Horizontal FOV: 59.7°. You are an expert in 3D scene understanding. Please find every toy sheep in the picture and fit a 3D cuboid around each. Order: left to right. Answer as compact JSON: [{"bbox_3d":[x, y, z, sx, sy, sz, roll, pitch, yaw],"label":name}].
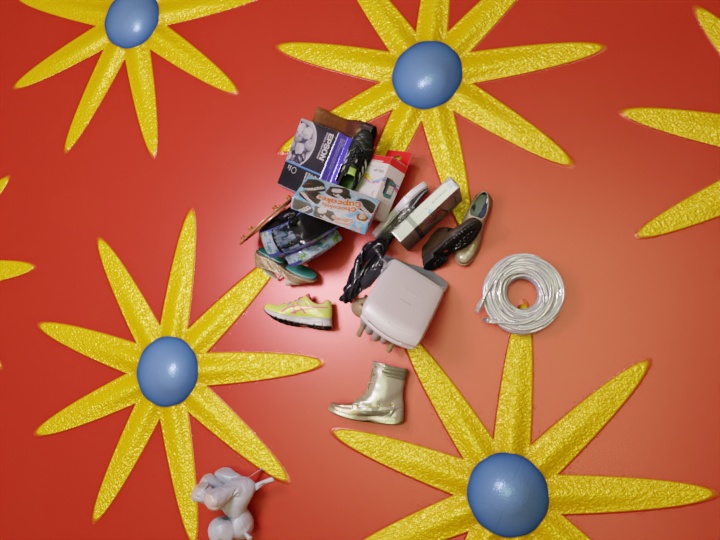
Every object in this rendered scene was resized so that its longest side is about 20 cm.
[{"bbox_3d":[0.068,0.130,1.613,0.198,0.138,0.139,25,88,3],"label":"toy sheep"}]

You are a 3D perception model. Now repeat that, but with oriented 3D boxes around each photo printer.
[{"bbox_3d":[0.099,0.087,1.528,0.166,0.070,0.201,32,50,1],"label":"photo printer"}]

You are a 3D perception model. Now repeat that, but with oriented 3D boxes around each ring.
[{"bbox_3d":[-0.255,-0.140,1.694,0.200,0.200,0.019,-40,96,5],"label":"ring"}]

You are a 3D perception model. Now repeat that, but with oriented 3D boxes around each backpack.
[{"bbox_3d":[-0.162,-0.097,1.662,0.199,0.183,0.148,-12,107,45],"label":"backpack"}]

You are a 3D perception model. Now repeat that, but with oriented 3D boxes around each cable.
[{"bbox_3d":[0.000,0.000,1.632,0.051,0.164,0.201,28,117,-17],"label":"cable"},{"bbox_3d":[0.405,0.060,1.568,0.198,0.069,0.202,19,86,15],"label":"cable"}]

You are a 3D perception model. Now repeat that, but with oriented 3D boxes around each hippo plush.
[{"bbox_3d":[-0.341,0.622,1.652,0.198,0.159,0.163,-9,99,-29],"label":"hippo plush"}]

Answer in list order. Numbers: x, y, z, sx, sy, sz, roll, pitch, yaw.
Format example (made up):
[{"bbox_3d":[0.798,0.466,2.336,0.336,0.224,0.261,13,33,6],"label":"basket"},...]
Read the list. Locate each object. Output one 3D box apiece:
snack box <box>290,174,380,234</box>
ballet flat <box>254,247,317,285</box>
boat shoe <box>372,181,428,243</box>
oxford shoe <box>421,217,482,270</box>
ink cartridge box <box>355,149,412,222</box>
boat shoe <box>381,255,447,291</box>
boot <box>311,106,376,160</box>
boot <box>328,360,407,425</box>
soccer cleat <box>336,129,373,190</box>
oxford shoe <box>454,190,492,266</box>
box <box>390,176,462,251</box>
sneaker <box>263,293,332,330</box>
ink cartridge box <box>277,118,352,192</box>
[{"bbox_3d":[-0.060,-0.165,1.560,0.198,0.117,0.037,20,131,6],"label":"snack box"},{"bbox_3d":[-0.209,0.002,1.738,0.199,0.070,0.066,27,116,18],"label":"ballet flat"},{"bbox_3d":[0.119,-0.146,1.670,0.200,0.070,0.066,-45,82,4],"label":"boat shoe"},{"bbox_3d":[0.224,-0.086,1.600,0.200,0.072,0.085,-36,51,35],"label":"oxford shoe"},{"bbox_3d":[0.049,-0.240,1.673,0.116,0.067,0.202,20,86,52],"label":"ink cartridge box"},{"bbox_3d":[0.131,0.024,1.649,0.199,0.074,0.067,25,116,15],"label":"boat shoe"},{"bbox_3d":[-0.075,-0.346,1.748,0.198,0.068,0.190,21,96,20],"label":"boot"},{"bbox_3d":[0.021,0.311,1.624,0.198,0.072,0.156,5,84,9],"label":"boot"},{"bbox_3d":[-0.014,-0.273,1.644,0.067,0.081,0.202,22,96,-5],"label":"soccer cleat"},{"bbox_3d":[0.286,-0.112,1.618,0.070,0.074,0.202,15,86,15],"label":"oxford shoe"},{"bbox_3d":[0.173,-0.141,1.609,0.200,0.156,0.041,-44,77,3],"label":"box"},{"bbox_3d":[-0.165,0.105,1.704,0.198,0.078,0.091,8,76,9],"label":"sneaker"},{"bbox_3d":[-0.118,-0.294,1.724,0.199,0.043,0.200,26,97,30],"label":"ink cartridge box"}]
